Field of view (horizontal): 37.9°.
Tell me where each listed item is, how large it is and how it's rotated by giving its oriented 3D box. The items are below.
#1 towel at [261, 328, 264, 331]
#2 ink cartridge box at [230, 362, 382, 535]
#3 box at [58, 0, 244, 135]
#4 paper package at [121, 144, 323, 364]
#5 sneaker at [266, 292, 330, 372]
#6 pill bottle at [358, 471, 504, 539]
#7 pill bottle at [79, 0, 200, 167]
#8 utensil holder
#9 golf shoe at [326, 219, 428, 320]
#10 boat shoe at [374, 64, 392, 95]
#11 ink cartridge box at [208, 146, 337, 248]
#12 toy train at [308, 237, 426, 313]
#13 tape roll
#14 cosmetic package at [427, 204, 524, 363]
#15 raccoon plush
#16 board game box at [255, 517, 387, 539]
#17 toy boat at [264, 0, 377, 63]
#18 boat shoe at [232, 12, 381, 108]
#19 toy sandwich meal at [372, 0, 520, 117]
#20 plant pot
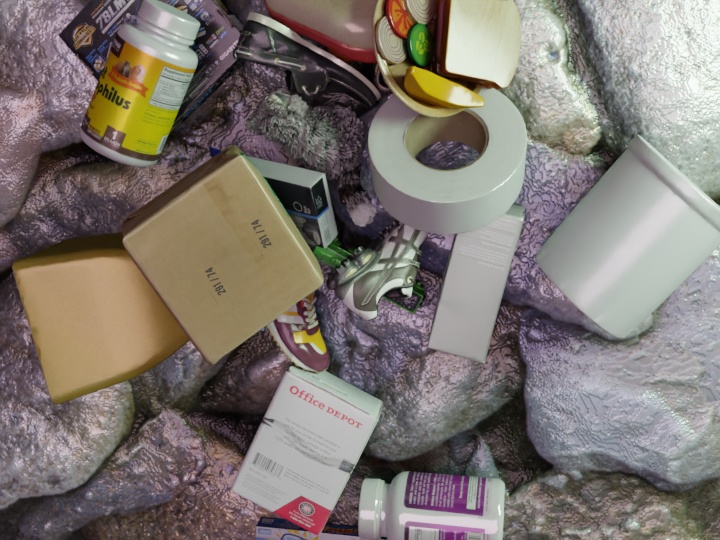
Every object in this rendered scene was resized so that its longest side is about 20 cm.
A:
[{"bbox_3d":[-0.194,-0.015,1.435,0.146,0.024,0.202,4,109,52],"label":"towel"},{"bbox_3d":[-0.074,0.246,1.482,0.144,0.083,0.201,27,103,3],"label":"ink cartridge box"},{"bbox_3d":[-0.274,-0.312,1.422,0.200,0.050,0.199,-41,92,15],"label":"box"},{"bbox_3d":[-0.171,-0.021,1.307,0.190,0.103,0.201,-35,108,-3],"label":"paper package"},{"bbox_3d":[-0.089,0.046,1.450,0.090,0.075,0.201,-34,95,19],"label":"sneaker"},{"bbox_3d":[0.099,0.339,1.459,0.198,0.112,0.113,4,102,8],"label":"pill bottle"},{"bbox_3d":[-0.280,-0.243,1.358,0.109,0.109,0.201,27,105,3],"label":"pill bottle"},{"bbox_3d":[0.342,-0.039,1.316,0.170,0.170,0.200,41,105,-1],"label":"utensil holder"},{"bbox_3d":[0.051,-0.014,1.388,0.200,0.078,0.095,-39,90,-16],"label":"golf shoe"},{"bbox_3d":[0.090,-0.309,1.358,0.072,0.060,0.200,43,104,-1],"label":"boat shoe"},{"bbox_3d":[-0.126,-0.098,1.387,0.199,0.039,0.100,16,136,32],"label":"ink cartridge box"},{"bbox_3d":[0.000,0.000,1.436,0.199,0.056,0.042,28,104,2],"label":"toy train"},{"bbox_3d":[0.109,-0.147,1.323,0.200,0.071,0.204,-3,58,5],"label":"tape roll"},{"bbox_3d":[0.152,0.009,1.388,0.089,0.107,0.202,12,104,6],"label":"cosmetic package"},{"bbox_3d":[-0.060,-0.154,1.345,0.097,0.133,0.201,-55,51,32],"label":"raccoon plush"},{"bbox_3d":[-0.056,0.442,1.542,0.198,0.034,0.137,3,101,9],"label":"board game box"},{"bbox_3d":[-0.022,-0.322,1.349,0.199,0.131,0.131,31,64,27],"label":"toy boat"},{"bbox_3d":[-0.068,-0.256,1.351,0.199,0.072,0.068,27,86,-14],"label":"boat shoe"},{"bbox_3d":[0.106,-0.279,1.271,0.204,0.070,0.207,1,89,-35],"label":"toy sandwich meal"},{"bbox_3d":[-0.319,0.044,1.427,0.198,0.196,0.196,-13,99,9],"label":"plant pot"}]
